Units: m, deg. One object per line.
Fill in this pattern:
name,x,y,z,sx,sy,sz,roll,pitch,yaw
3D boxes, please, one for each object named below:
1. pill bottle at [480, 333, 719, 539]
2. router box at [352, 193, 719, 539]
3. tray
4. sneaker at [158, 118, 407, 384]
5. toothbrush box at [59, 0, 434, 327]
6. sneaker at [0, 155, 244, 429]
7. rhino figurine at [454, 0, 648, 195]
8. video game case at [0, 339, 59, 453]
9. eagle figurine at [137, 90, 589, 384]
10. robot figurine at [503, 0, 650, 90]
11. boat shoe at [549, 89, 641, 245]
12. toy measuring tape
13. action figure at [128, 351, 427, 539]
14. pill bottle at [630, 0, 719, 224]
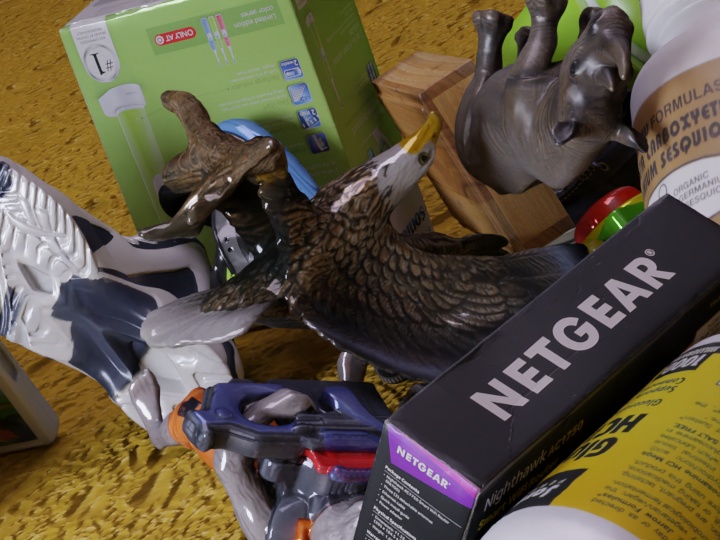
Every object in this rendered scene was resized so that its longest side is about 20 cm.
pill bottle,0.108,0.114,1.008,0.112,0.113,0.200,-2,26,43
router box,0.070,0.077,1.099,0.051,0.150,0.200,33,45,21
tray,0.055,-0.064,1.466,0.037,0.099,0.200,-33,8,-3
sneaker,-0.034,0.000,1.462,0.083,0.071,0.200,-39,57,-13
toothbrush box,-0.062,-0.076,1.573,0.145,0.201,0.086,-12,19,25
sneaker,-0.141,0.004,1.492,0.080,0.199,0.130,-56,0,11
rhino figurine,0.092,-0.080,1.271,0.060,0.088,0.200,9,-4,-14
video game case,-0.292,0.047,1.506,0.199,0.183,0.022,-12,42,22
eagle figurine,0.005,-0.005,1.286,0.151,0.200,0.152,-33,35,32
robot figurine,0.148,-0.126,1.562,0.116,0.175,0.200,-34,-13,-47
boat shoe,0.146,-0.063,1.485,0.075,0.062,0.200,-37,4,-42
toy measuring tape,0.164,-0.012,1.405,0.073,0.074,0.200,-3,9,41
action figure,-0.002,0.094,1.266,0.199,0.105,0.193,6,18,-19
pill bottle,0.182,-0.055,1.248,0.114,0.114,0.201,-14,62,16
